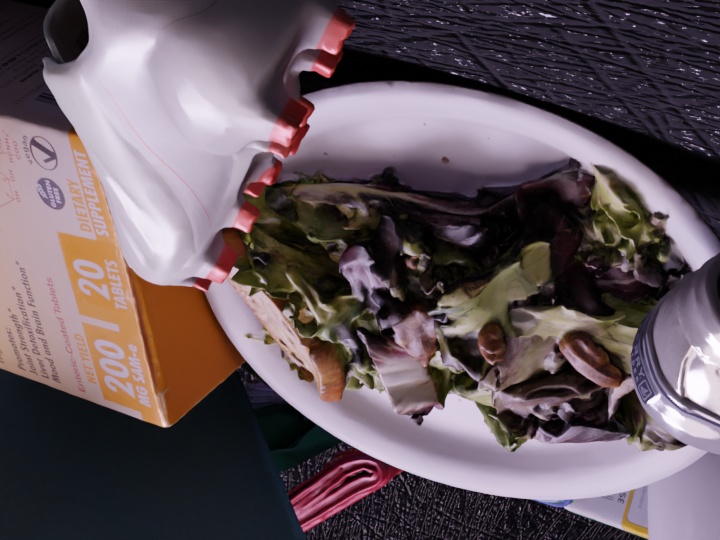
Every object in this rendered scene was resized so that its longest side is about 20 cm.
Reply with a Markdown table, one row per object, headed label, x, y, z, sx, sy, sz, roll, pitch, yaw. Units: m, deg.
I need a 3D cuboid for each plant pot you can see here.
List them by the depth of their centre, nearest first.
| label | x | y | z | sx | sy | sz | roll | pitch | yaw |
| --- | --- | --- | --- | --- | --- | --- | --- | --- | --- |
| plant pot | -0.119 | 0.084 | 0.890 | 0.140 | 0.201 | 0.142 | -14 | 150 | -14 |

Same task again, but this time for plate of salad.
| label | x | y | z | sx | sy | sz | roll | pitch | yaw |
| --- | --- | --- | --- | --- | --- | --- | --- | --- | --- |
| plate of salad | 0.033 | 0.019 | 0.699 | 0.198 | 0.048 | 0.201 | 13 | 138 | 12 |

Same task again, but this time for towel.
| label | x | y | z | sx | sy | sz | roll | pitch | yaw |
| --- | --- | --- | --- | --- | --- | --- | --- | --- | --- |
| towel | 0.001 | 0.099 | 1.057 | 0.144 | 0.023 | 0.200 | -32 | 177 | 29 |

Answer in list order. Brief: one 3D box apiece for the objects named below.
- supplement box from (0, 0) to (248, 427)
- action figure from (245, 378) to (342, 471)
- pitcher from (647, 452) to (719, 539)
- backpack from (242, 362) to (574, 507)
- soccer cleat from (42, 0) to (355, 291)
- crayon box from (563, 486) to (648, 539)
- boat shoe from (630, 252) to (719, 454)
| label | x | y | z | sx | sy | sz | roll | pitch | yaw |
| --- | --- | --- | --- | --- | --- | --- | --- | --- | --- |
| supplement box | -0.137 | -0.032 | 0.791 | 0.199 | 0.127 | 0.073 | 15 | -139 | 35 |
| action figure | -0.046 | 0.080 | 1.032 | 0.055 | 0.199 | 0.118 | 59 | 162 | 2 |
| pitcher | 0.161 | 0.097 | 0.779 | 0.120 | 0.202 | 0.172 | 18 | 172 | 11 |
| backpack | 0.038 | 0.019 | 0.861 | 0.162 | 0.155 | 0.199 | 9 | -177 | 40 |
| soccer cleat | -0.054 | -0.049 | 0.589 | 0.077 | 0.070 | 0.200 | 29 | 162 | -2 |
| crayon box | 0.190 | 0.075 | 0.927 | 0.051 | 0.127 | 0.199 | 19 | 177 | -38 |
| boat shoe | 0.185 | 0.026 | 0.625 | 0.198 | 0.071 | 0.070 | 10 | 151 | -9 |
